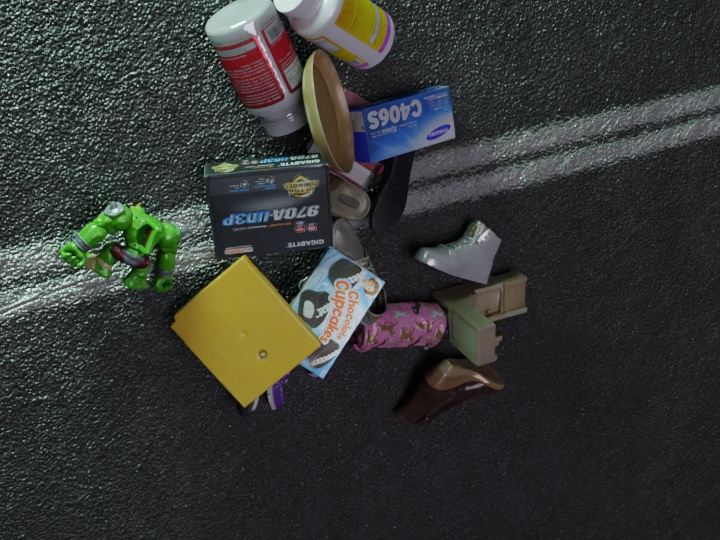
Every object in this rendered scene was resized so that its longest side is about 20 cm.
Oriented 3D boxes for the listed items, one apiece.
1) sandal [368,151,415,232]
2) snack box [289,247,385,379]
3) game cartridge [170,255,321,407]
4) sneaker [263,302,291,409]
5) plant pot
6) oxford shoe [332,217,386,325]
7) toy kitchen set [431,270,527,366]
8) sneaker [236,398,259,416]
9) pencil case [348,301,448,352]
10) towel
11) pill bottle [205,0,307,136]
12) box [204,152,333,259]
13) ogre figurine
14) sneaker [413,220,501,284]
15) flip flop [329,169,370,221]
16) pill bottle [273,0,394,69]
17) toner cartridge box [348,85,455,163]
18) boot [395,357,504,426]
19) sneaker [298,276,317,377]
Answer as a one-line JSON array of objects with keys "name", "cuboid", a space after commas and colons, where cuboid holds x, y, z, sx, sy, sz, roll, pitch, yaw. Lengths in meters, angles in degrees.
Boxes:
[{"name": "sandal", "cuboid": [0.054, -0.164, 1.815, 0.075, 0.045, 0.201, 20, 84, -49]}, {"name": "snack box", "cuboid": [-0.060, 0.071, 1.740, 0.116, 0.037, 0.200, 33, 89, -9]}, {"name": "game cartridge", "cuboid": [-0.194, 0.103, 1.692, 0.176, 0.032, 0.200, -39, 100, 8]}, {"name": "sneaker", "cuboid": [-0.133, 0.155, 1.797, 0.083, 0.081, 0.201, 4, 108, -16]}, {"name": "plant pot", "cuboid": [-0.053, -0.250, 1.609, 0.027, 0.200, 0.201, -12, 124, 15]}, {"name": "oxford shoe", "cuboid": [0.000, 0.000, 1.791, 0.075, 0.058, 0.201, -23, 97, -43]}, {"name": "toy kitchen set", "cuboid": [0.266, 0.125, 1.981, 0.199, 0.180, 0.164, -14, 118, -22]}, {"name": "sneaker", "cuboid": [-0.231, 0.157, 1.762, 0.115, 0.076, 0.201, 2, 101, -25]}, {"name": "pencil case", "cuboid": [0.067, 0.107, 1.913, 0.199, 0.087, 0.083, 0, 142, -32]}, {"name": "towel", "cuboid": [-0.032, -0.202, 1.755, 0.144, 0.023, 0.200, 27, 96, -39]}, {"name": "pill bottle", "cuboid": [-0.150, -0.315, 1.574, 0.112, 0.112, 0.200, -36, 125, -14]}, {"name": "box", "cuboid": [-0.148, -0.105, 1.653, 0.199, 0.046, 0.159, -6, 123, -6]}, {"name": "ogre figurine", "cuboid": [-0.355, -0.037, 1.577, 0.200, 0.098, 0.120, 29, 105, -26]}, {"name": "sneaker", "cuboid": [0.189, -0.048, 1.933, 0.200, 0.074, 0.116, 13, 101, -45]}, {"name": "flip flop", "cuboid": [-0.057, -0.129, 1.721, 0.200, 0.058, 0.081, 21, 100, -37]}, {"name": "pill bottle", "cuboid": [-0.042, -0.399, 1.589, 0.200, 0.104, 0.105, 20, 99, -49]}, {"name": "toner cartridge box", "cuboid": [0.075, -0.256, 1.757, 0.200, 0.043, 0.095, -21, 112, -34]}, {"name": "boot", "cuboid": [0.182, 0.252, 2.060, 0.200, 0.072, 0.166, 18, 121, -40]}, {"name": "sneaker", "cuboid": [-0.076, 0.087, 1.819, 0.108, 0.070, 0.201, 26, 88, -42]}]
